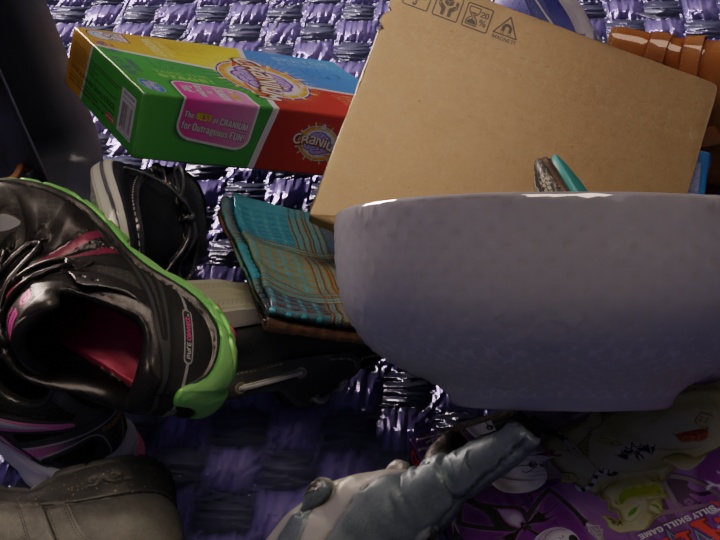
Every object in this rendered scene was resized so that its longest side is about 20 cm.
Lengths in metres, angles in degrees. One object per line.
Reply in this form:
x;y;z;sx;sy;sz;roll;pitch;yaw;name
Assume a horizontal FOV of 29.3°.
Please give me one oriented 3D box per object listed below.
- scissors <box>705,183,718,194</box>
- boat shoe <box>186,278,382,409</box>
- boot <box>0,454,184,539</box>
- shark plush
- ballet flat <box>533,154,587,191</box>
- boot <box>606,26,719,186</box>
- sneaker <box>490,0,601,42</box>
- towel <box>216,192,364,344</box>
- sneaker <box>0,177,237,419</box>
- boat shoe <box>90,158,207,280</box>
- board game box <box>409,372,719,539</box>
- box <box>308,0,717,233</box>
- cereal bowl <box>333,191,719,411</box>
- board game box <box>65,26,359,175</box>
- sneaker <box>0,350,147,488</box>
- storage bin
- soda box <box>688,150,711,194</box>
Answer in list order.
0.216;-0.015;0.866;0.072;0.014;0.201;-6;40;-7;scissors
-0.032;0.042;0.782;0.197;0.069;0.072;-2;16;-20;boat shoe
-0.167;0.165;0.641;0.197;0.068;0.132;-13;46;-8;boot
0.008;0.135;0.589;0.199;0.091;0.084;-39;52;11;shark plush
0.143;0.033;0.718;0.200;0.075;0.068;45;14;5;ballet flat
0.222;-0.118;0.827;0.153;0.201;0.074;27;61;13;boot
0.080;-0.127;0.919;0.114;0.199;0.081;-31;89;-11;sneaker
0.000;0.000;0.780;0.144;0.022;0.200;7;17;-15;towel
-0.150;0.009;0.680;0.198;0.078;0.083;26;16;26;sneaker
-0.123;-0.030;0.815;0.061;0.076;0.200;-3;7;-2;boat shoe
0.133;0.094;0.612;0.197;0.033;0.121;-15;42;-14;board game box
0.088;-0.066;0.781;0.197;0.021;0.165;20;73;2;box
0.085;0.016;0.589;0.197;0.085;0.200;1;-4;0;cereal bowl
-0.076;-0.108;0.901;0.197;0.041;0.153;3;22;-31;board game box
-0.205;0.053;0.757;0.197;0.087;0.081;14;42;20;sneaker
-0.265;-0.104;0.883;0.132;0.202;0.147;-12;38;8;storage bin
0.102;-0.050;0.826;0.197;0.068;0.065;13;71;0;soda box
